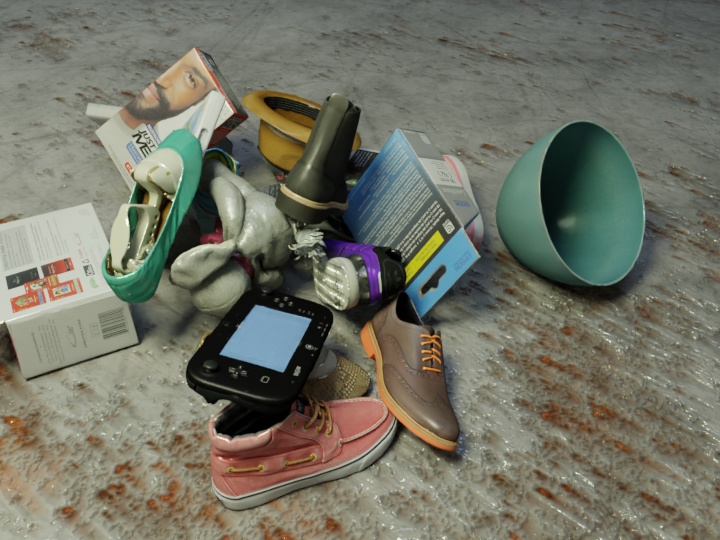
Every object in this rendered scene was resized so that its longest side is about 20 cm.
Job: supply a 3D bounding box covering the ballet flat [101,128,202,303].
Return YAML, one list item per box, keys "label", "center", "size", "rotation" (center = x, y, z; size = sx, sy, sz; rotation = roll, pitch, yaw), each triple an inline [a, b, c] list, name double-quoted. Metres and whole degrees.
- label: "ballet flat"
  center: [-0.218, -0.068, 0.755]
  size: [0.066, 0.071, 0.205]
  rotation: [10, 75, 16]

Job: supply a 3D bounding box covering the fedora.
- label: "fedora"
  center: [-0.096, -0.204, 1.101]
  size: [0.196, 0.083, 0.202]
  rotation: [17, 26, -9]

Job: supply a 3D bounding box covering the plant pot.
- label: "plant pot"
  center: [0.254, -0.076, 0.937]
  size: [0.197, 0.205, 0.134]
  rotation: [-26, 7, -32]

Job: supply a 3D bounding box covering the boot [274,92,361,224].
- label: "boot"
  center: [-0.029, -0.140, 0.849]
  size: [0.076, 0.141, 0.200]
  rotation: [24, 17, -3]

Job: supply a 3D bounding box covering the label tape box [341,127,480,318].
- label: "label tape box"
  center: [0.070, -0.049, 0.888]
  size: [0.062, 0.145, 0.203]
  rotation: [0, 52, -45]

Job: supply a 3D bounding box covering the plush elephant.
- label: "plush elephant"
  center: [-0.150, -0.009, 0.830]
  size: [0.154, 0.167, 0.198]
  rotation: [-42, 40, -26]

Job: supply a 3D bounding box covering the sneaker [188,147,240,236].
- label: "sneaker"
  center: [-0.208, -0.128, 1.010]
  size: [0.078, 0.133, 0.201]
  rotation: [-16, 39, -20]

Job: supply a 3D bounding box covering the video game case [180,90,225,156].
- label: "video game case"
  center: [-0.234, -0.110, 0.898]
  size: [0.022, 0.199, 0.186]
  rotation: [23, 74, -23]

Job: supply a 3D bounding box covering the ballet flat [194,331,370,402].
- label: "ballet flat"
  center: [-0.086, 0.100, 0.768]
  size: [0.194, 0.067, 0.071]
  rotation: [3, 36, 1]

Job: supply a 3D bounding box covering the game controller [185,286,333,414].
- label: "game controller"
  center: [-0.089, 0.070, 0.691]
  size: [0.101, 0.043, 0.201]
  rotation: [6, 23, 8]

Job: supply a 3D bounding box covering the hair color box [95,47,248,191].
- label: "hair color box"
  center: [-0.275, -0.213, 1.049]
  size: [0.198, 0.112, 0.064]
  rotation: [-35, -2, 13]

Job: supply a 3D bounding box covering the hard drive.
- label: "hard drive"
  center: [-0.318, -0.225, 1.156]
  size: [0.194, 0.027, 0.132]
  rotation: [10, -6, 11]

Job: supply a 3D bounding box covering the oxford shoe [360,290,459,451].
- label: "oxford shoe"
  center: [0.057, 0.098, 0.752]
  size: [0.070, 0.073, 0.201]
  rotation: [19, 26, -35]

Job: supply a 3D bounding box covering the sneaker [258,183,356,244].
- label: "sneaker"
  center: [-0.065, -0.064, 0.979]
  size: [0.196, 0.088, 0.079]
  rotation: [8, 62, -32]

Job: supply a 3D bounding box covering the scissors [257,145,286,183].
- label: "scissors"
  center: [-0.109, -0.131, 1.074]
  size: [0.071, 0.014, 0.203]
  rotation: [-13, 47, -6]

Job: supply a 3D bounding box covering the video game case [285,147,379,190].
- label: "video game case"
  center: [-0.024, -0.139, 1.123]
  size: [0.177, 0.024, 0.201]
  rotation: [12, 38, 14]

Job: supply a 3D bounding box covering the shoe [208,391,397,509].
- label: "shoe"
  center: [-0.049, 0.149, 0.682]
  size: [0.196, 0.093, 0.072]
  rotation: [-17, 40, -23]

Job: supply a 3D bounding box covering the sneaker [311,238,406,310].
- label: "sneaker"
  center: [0.000, 0.001, 0.862]
  size: [0.097, 0.072, 0.200]
  rotation: [-10, 14, -15]

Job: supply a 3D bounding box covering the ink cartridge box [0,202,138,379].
- label: "ink cartridge box"
  center: [-0.374, 0.021, 0.845]
  size: [0.172, 0.086, 0.200]
  rotation: [-16, 40, -23]

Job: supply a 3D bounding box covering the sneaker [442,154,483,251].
- label: "sneaker"
  center: [0.103, -0.102, 1.032]
  size: [0.102, 0.077, 0.203]
  rotation: [0, 41, -10]
